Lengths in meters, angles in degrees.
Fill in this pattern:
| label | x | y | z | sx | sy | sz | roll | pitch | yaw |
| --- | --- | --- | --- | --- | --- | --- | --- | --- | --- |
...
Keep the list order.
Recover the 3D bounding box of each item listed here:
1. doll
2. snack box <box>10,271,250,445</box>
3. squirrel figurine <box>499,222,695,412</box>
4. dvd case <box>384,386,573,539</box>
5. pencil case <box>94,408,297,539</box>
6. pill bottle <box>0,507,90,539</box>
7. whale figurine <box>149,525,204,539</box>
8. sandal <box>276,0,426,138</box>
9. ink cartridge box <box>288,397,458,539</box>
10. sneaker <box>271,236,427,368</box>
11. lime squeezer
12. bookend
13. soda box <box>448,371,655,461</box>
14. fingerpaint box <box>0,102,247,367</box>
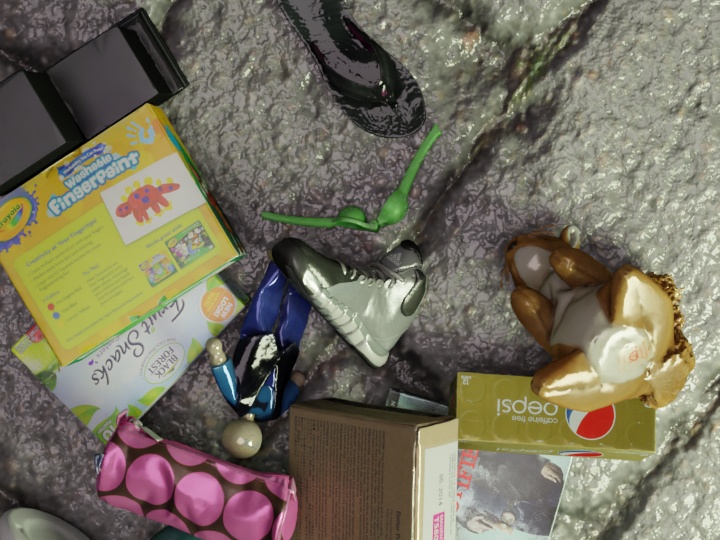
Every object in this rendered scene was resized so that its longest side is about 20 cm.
| label | x | y | z | sx | sy | sz | roll | pitch | yaw |
| --- | --- | --- | --- | --- | --- | --- | --- | --- | --- |
| doll | -0.096 | 0.084 | 1.399 | 0.048 | 0.136 | 0.203 | 14 | 87 | 44 |
| snack box | -0.228 | 0.054 | 1.426 | 0.142 | 0.053 | 0.200 | 44 | 95 | -4 |
| squirrel figurine | 0.221 | 0.041 | 1.362 | 0.198 | 0.187 | 0.143 | 23 | 105 | -33 |
| dvd case | 0.105 | 0.214 | 1.447 | 0.197 | 0.022 | 0.148 | 16 | 96 | 2 |
| pencil case | -0.154 | 0.206 | 1.368 | 0.197 | 0.091 | 0.095 | 18 | 103 | 4 |
| pill bottle | -0.351 | 0.352 | 1.429 | 0.119 | 0.120 | 0.202 | 30 | 96 | -1 |
| whale figurine | -0.127 | 0.320 | 1.403 | 0.199 | 0.159 | 0.105 | 31 | 86 | 17 |
| sandal | -0.013 | -0.209 | 1.393 | 0.075 | 0.048 | 0.201 | -40 | 93 | 6 |
| ink cartridge box | 0.010 | 0.234 | 1.384 | 0.163 | 0.075 | 0.203 | 5 | 96 | 38 |
| sneaker | 0.000 | 0.000 | 1.372 | 0.115 | 0.200 | 0.075 | -45 | 49 | -4 |
| lime squeezer | 0.001 | -0.069 | 1.413 | 0.198 | 0.038 | 0.071 | -26 | 94 | 5 |
| bookend | -0.279 | -0.159 | 1.333 | 0.197 | 0.200 | 0.093 | -32 | 94 | 6 |
| soda box | 0.186 | 0.144 | 1.400 | 0.197 | 0.064 | 0.069 | 4 | 75 | -2 |
| fingerpaint box | -0.235 | -0.034 | 1.358 | 0.199 | 0.073 | 0.168 | -32 | 90 | 4 |
